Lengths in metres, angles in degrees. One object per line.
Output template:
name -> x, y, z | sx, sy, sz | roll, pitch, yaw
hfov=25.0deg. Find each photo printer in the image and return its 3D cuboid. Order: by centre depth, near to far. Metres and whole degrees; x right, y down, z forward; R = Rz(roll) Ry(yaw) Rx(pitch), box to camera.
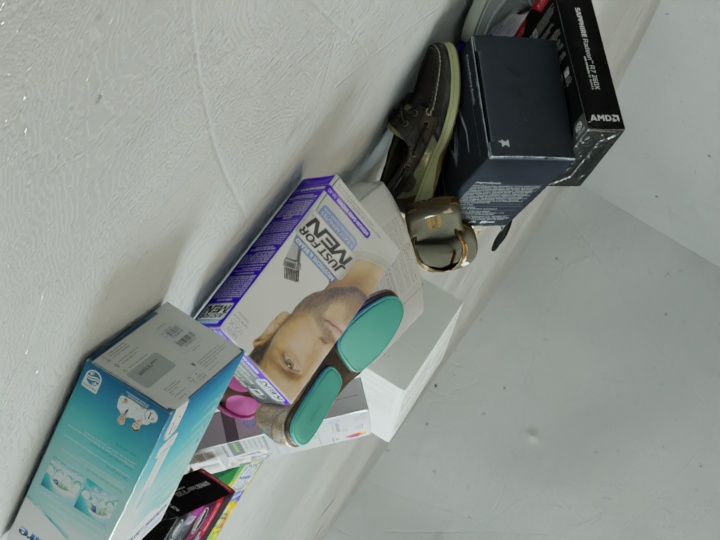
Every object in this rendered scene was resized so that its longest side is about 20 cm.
photo printer -> 0.000, 0.000, 1.723 | 0.200, 0.069, 0.167 | -43, 118, -61

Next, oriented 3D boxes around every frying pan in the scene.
frying pan -> 0.196, -0.091, 1.975 | 0.115, 0.031, 0.190 | -52, 176, -9

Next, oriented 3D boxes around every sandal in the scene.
sandal -> 0.094, -0.029, 1.828 | 0.082, 0.055, 0.200 | -14, 161, 1

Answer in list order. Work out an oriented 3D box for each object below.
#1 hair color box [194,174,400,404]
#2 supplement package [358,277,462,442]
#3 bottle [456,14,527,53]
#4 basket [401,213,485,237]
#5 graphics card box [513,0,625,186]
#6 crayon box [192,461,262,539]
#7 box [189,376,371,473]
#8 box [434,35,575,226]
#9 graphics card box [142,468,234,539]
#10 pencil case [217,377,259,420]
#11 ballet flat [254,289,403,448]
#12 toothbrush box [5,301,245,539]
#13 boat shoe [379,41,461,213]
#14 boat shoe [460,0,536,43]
hair color box -> -0.060, 0.017, 1.545 | 0.065, 0.109, 0.200 | -2, -134, 54
supplement package -> 0.022, 0.098, 2.141 | 0.151, 0.152, 0.200 | -55, 170, -23
bottle -> 0.181, -0.297, 1.962 | 0.200, 0.065, 0.084 | -52, 173, -37
basket -> 0.117, -0.113, 2.025 | 0.123, 0.135, 0.200 | -60, 171, 33
graphics card box -> 0.228, -0.208, 1.806 | 0.126, 0.051, 0.200 | 122, -36, -56
crayon box -> -0.177, 0.266, 1.948 | 0.200, 0.052, 0.126 | -58, 171, 0
box -> -0.090, 0.170, 1.746 | 0.200, 0.041, 0.156 | -13, 165, -2
box -> 0.145, -0.151, 1.813 | 0.200, 0.104, 0.148 | 134, -47, -63
graphics card box -> -0.201, 0.271, 1.626 | 0.126, 0.051, 0.200 | -58, 169, 5
pencil case -> -0.086, 0.080, 1.693 | 0.094, 0.091, 0.200 | -40, -175, 31
ballet flat -> -0.037, 0.087, 1.589 | 0.200, 0.067, 0.068 | -48, 131, -30
toothbrush box -> -0.195, 0.146, 1.353 | 0.200, 0.085, 0.146 | -64, 170, 26
boat shoe -> 0.062, -0.154, 1.786 | 0.073, 0.065, 0.200 | -129, -133, -65
boat shoe -> 0.189, -0.335, 1.865 | 0.201, 0.071, 0.070 | -56, 171, -10
